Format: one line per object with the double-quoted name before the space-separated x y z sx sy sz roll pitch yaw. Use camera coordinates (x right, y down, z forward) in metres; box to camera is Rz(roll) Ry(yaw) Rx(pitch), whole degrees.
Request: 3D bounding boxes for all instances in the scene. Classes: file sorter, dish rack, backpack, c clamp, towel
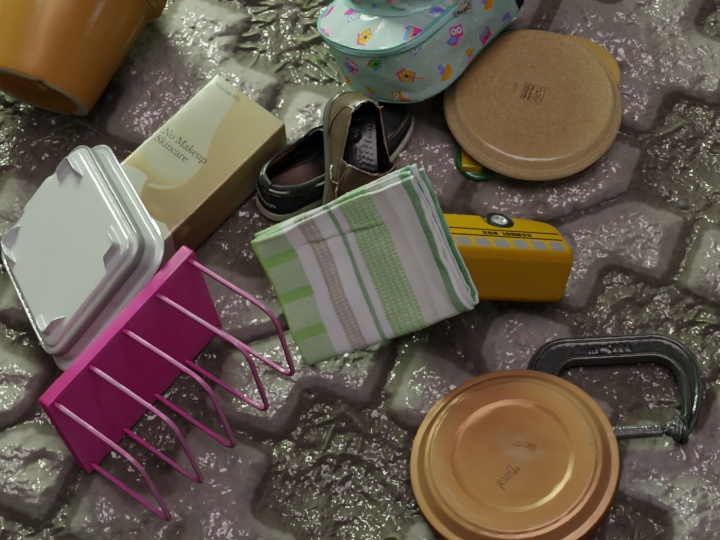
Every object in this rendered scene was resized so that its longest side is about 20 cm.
"file sorter" -0.171 0.111 1.391 0.125 0.139 0.200 30 66 25
"dish rack" -0.283 -0.021 1.452 0.172 0.044 0.200 -50 46 16
"backpack" 0.054 -0.281 1.592 0.176 0.153 0.200 21 68 39
"c clamp" 0.243 0.139 1.460 0.200 0.027 0.171 -8 58 -3
"towel" 0.000 0.000 1.432 0.200 0.031 0.149 -22 94 27

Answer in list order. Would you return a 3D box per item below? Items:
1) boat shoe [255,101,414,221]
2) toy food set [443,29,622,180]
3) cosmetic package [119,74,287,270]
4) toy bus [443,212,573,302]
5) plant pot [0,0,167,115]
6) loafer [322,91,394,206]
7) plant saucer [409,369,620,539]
"boat shoe" -0.023 -0.127 1.569 0.200 0.068 0.072 -33 63 -19
"toy food set" 0.183 -0.180 1.609 0.197 0.049 0.200 4 63 2
"cosmetic package" -0.178 -0.098 1.549 0.105 0.071 0.200 35 68 17
"toy bus" 0.102 -0.013 1.477 0.200 0.065 0.078 3 32 -19
"plant pot" -0.317 -0.272 1.585 0.200 0.200 0.184 16 79 8
"loafer" 0.000 -0.085 1.509 0.073 0.071 0.200 -10 91 -19
"plant saucer" 0.145 0.180 1.407 0.200 0.032 0.201 -6 56 9
